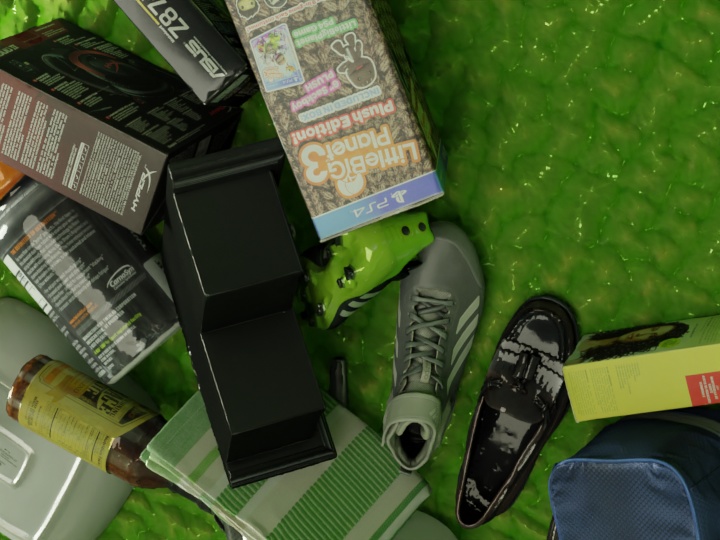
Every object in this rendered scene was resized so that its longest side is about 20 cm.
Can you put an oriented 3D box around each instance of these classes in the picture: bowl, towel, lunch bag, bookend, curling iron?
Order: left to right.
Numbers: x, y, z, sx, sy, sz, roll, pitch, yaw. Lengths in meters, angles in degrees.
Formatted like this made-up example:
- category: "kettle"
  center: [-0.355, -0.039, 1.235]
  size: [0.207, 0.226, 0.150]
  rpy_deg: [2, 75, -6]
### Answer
- category: "bowl"
  center: [-0.296, 0.151, 1.604]
  size: [0.199, 0.075, 0.200]
  rpy_deg: [35, 117, 5]
- category: "bookend"
  center: [-0.079, 0.035, 1.369]
  size: [0.091, 0.200, 0.200]
  rpy_deg: [-15, 71, -13]
- category: "towel"
  center: [-0.056, 0.161, 1.458]
  size: [0.200, 0.153, 0.023]
  rpy_deg: [36, 145, 13]
- category: "curling iron"
  center: [-0.028, 0.168, 1.532]
  size: [0.049, 0.026, 0.201]
  rpy_deg: [12, 112, 14]
- category: "lunch bag"
  center: [0.244, 0.208, 1.381]
  size: [0.135, 0.132, 0.201]
  rpy_deg: [-1, 107, 42]

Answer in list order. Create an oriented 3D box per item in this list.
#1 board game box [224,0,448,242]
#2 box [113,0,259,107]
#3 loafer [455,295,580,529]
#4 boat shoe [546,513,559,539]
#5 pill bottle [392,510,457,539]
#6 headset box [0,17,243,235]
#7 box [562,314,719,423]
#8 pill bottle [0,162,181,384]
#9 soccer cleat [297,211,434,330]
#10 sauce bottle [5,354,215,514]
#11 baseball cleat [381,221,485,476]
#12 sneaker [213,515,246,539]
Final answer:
- category: "board game box"
  center: [-0.015, -0.144, 1.334]
  size: [0.096, 0.160, 0.201]
  rpy_deg: [-20, 101, 8]
- category: "box"
  center: [-0.138, -0.196, 1.351]
  size: [0.049, 0.200, 0.161]
  rpy_deg: [-39, 92, 6]
- category: "loafer"
  center: [0.122, 0.118, 1.436]
  size: [0.071, 0.063, 0.201]
  rpy_deg: [23, 115, 12]
- category: "boat shoe"
  center: [0.177, 0.270, 1.467]
  size: [0.071, 0.065, 0.201]
  rpy_deg: [11, 111, 19]
- category: "pill bottle"
  center: [0.014, 0.302, 1.517]
  size: [0.108, 0.109, 0.201]
  rpy_deg: [25, 114, 11]
- category: "headset box"
  center: [-0.216, -0.123, 1.434]
  size: [0.199, 0.149, 0.075]
  rpy_deg: [27, 115, 9]
- category: "box"
  center: [0.257, 0.068, 1.362]
  size: [0.199, 0.075, 0.050]
  rpy_deg: [-9, 105, 22]
- category: "pill bottle"
  center: [-0.232, -0.013, 1.503]
  size: [0.106, 0.106, 0.200]
  rpy_deg: [-39, 92, 27]
- category: "soccer cleat"
  center: [0.000, 0.000, 1.408]
  size: [0.200, 0.081, 0.068]
  rpy_deg: [143, 110, -69]
- category: "sauce bottle"
  center: [-0.195, 0.137, 1.494]
  size: [0.199, 0.066, 0.066]
  rpy_deg: [26, 115, 12]
- category: "baseball cleat"
  center: [0.057, 0.067, 1.420]
  size: [0.069, 0.107, 0.201]
  rpy_deg: [6, 115, 6]
- category: "sneaker"
  center: [-0.087, 0.222, 1.541]
  size: [0.066, 0.090, 0.202]
  rpy_deg: [-13, 93, -17]
